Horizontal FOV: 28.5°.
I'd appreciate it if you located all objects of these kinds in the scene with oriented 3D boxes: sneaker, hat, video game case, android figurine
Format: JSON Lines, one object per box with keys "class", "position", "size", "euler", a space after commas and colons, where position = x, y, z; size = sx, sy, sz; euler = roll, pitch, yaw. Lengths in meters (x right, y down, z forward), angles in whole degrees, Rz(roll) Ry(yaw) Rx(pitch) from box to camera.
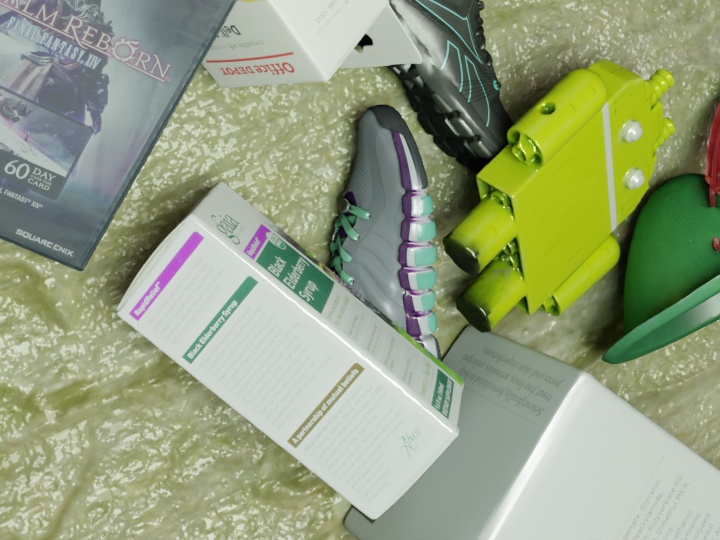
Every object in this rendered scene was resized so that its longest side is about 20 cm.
{"class": "sneaker", "position": [0.056, -0.138, 0.891], "size": [0.079, 0.075, 0.200], "euler": [-46, 110, -12]}
{"class": "hat", "position": [0.208, -0.055, 0.966], "size": [0.199, 0.166, 0.177], "euler": [-14, 71, -44]}
{"class": "video game case", "position": [-0.172, -0.102, 0.759], "size": [0.142, 0.019, 0.201], "euler": [24, 121, -21]}
{"class": "android figurine", "position": [0.135, -0.052, 0.910], "size": [0.200, 0.041, 0.183], "euler": [-41, 144, -20]}
{"class": "sneaker", "position": [0.000, 0.000, 0.890], "size": [0.087, 0.074, 0.202], "euler": [-9, 101, -14]}

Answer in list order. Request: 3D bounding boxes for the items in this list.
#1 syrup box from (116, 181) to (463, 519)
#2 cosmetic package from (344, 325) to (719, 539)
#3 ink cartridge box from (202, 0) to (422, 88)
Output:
{"class": "syrup box", "position": [-0.039, 0.045, 0.841], "size": [0.200, 0.079, 0.082], "euler": [40, 107, -6]}
{"class": "cosmetic package", "position": [0.130, 0.166, 0.910], "size": [0.199, 0.165, 0.166], "euler": [36, 84, -22]}
{"class": "ink cartridge box", "position": [-0.066, -0.169, 0.800], "size": [0.067, 0.117, 0.200], "euler": [-52, 121, -22]}
